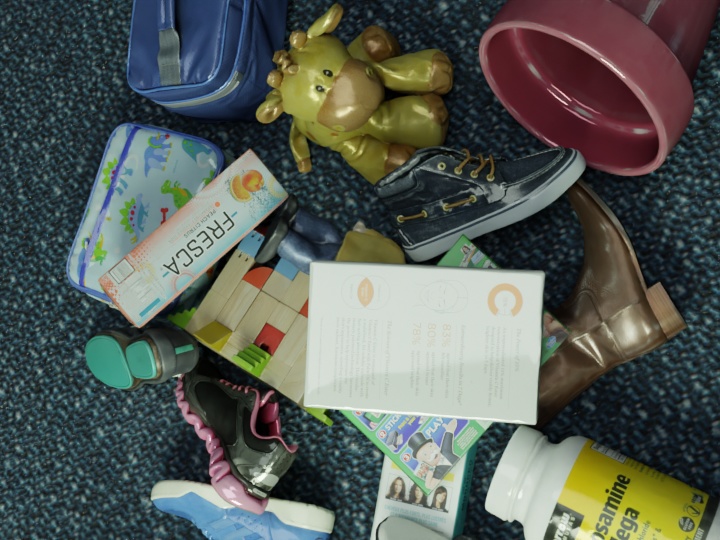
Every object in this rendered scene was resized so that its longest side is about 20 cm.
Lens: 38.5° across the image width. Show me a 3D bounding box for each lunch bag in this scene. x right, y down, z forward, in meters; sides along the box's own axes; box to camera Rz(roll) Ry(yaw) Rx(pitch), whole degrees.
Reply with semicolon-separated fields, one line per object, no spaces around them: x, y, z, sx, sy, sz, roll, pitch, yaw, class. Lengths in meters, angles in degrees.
-0.225;-0.052;1.121;0.159;0.082;0.203;19;86;23;lunch bag
-0.164;-0.269;1.099;0.134;0.132;0.204;-1;81;26;lunch bag

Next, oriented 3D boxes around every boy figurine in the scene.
0.000;0.000;1.012;0.198;0.125;0.065;29;129;-12;boy figurine

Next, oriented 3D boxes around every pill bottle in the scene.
0.216;0.218;0.912;0.198;0.112;0.114;23;89;20;pill bottle

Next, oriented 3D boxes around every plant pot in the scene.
0.235;-0.220;0.947;0.198;0.200;0.180;31;76;20;plant pot

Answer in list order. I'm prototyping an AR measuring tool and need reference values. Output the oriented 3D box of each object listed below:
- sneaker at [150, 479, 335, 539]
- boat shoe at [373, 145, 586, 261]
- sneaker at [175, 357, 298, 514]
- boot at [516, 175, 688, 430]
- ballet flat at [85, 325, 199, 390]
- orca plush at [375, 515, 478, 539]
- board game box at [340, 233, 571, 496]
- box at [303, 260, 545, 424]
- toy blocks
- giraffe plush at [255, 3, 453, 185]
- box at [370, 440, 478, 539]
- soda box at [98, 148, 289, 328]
-0.129;0.279;1.034;0.197;0.077;0.113;8;74;13;sneaker
0.112;-0.088;0.994;0.198;0.071;0.092;-27;110;19;boat shoe
-0.118;0.144;1.027;0.096;0.079;0.200;-50;43;12;sneaker
0.180;0.034;0.986;0.199;0.064;0.188;-35;70;15;boot
-0.226;0.089;1.089;0.199;0.072;0.074;-9;75;56;ballet flat
0.092;0.304;0.927;0.198;0.105;0.072;23;132;12;orca plush
0.080;0.087;0.956;0.134;0.029;0.200;42;96;10;board game box
0.058;0.058;0.894;0.197;0.097;0.127;3;91;10;box
-0.079;0.046;1.057;0.198;0.100;0.138;29;79;22;toy blocks
-0.018;-0.181;1.027;0.197;0.162;0.176;7;84;18;giraffe plush
0.063;0.208;0.997;0.081;0.049;0.203;9;84;18;box
-0.166;-0.031;1.028;0.200;0.068;0.064;-41;97;-9;soda box
